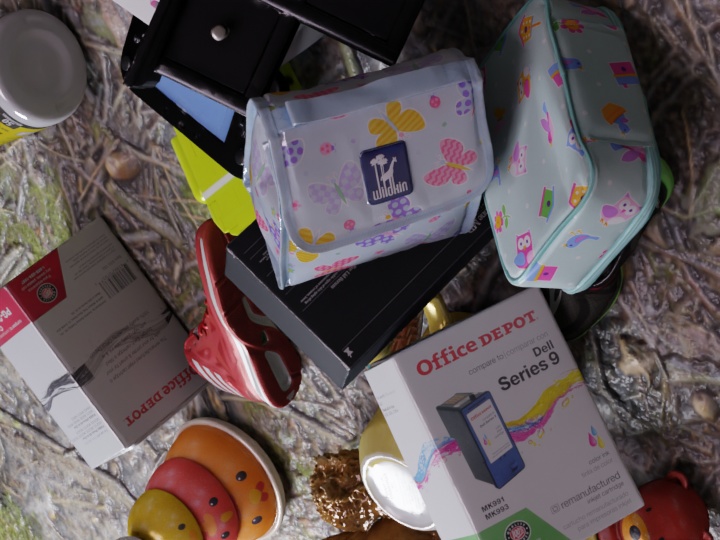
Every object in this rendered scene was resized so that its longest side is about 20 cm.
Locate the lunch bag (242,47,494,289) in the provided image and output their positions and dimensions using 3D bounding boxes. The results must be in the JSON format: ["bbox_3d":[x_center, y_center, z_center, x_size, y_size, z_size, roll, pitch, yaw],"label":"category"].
[{"bbox_3d":[0.003,-0.080,1.491,0.200,0.168,0.128,102,150,-67],"label":"lunch bag"}]

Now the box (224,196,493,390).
[{"bbox_3d":[0.007,-0.027,1.623,0.141,0.200,0.079,43,165,10],"label":"box"}]

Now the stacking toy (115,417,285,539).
[{"bbox_3d":[-0.183,0.255,2.001,0.145,0.200,0.147,23,132,28],"label":"stacking toy"}]

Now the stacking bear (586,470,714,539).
[{"bbox_3d":[0.211,0.239,1.713,0.199,0.113,0.122,-32,68,38],"label":"stacking bear"}]

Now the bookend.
[{"bbox_3d":[-0.048,-0.190,1.524,0.197,0.092,0.201,26,95,-1],"label":"bookend"}]

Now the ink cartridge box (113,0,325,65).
[{"bbox_3d":[-0.131,-0.247,1.658,0.199,0.115,0.068,36,136,17],"label":"ink cartridge box"}]

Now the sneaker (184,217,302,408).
[{"bbox_3d":[-0.140,0.042,1.904,0.115,0.078,0.202,1,118,39],"label":"sneaker"}]

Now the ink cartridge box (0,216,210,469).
[{"bbox_3d":[-0.260,0.073,1.980,0.201,0.145,0.083,54,138,-4],"label":"ink cartridge box"}]

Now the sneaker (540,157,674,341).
[{"bbox_3d":[0.176,-0.017,1.576,0.077,0.084,0.201,36,137,17],"label":"sneaker"}]

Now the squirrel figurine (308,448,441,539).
[{"bbox_3d":[0.021,0.256,1.899,0.186,0.141,0.202,1,105,53],"label":"squirrel figurine"}]

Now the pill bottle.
[{"bbox_3d":[-0.360,-0.173,1.919,0.199,0.111,0.112,-14,109,47],"label":"pill bottle"}]

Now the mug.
[{"bbox_3d":[0.063,0.128,1.714,0.187,0.153,0.149,45,145,-1],"label":"mug"}]

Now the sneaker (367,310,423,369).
[{"bbox_3d":[0.000,0.000,1.760,0.079,0.071,0.202,8,116,40],"label":"sneaker"}]

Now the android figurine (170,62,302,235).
[{"bbox_3d":[-0.105,-0.115,1.757,0.182,0.041,0.201,-35,78,48],"label":"android figurine"}]

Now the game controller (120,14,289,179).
[{"bbox_3d":[-0.135,-0.164,1.712,0.200,0.042,0.105,39,130,33],"label":"game controller"}]

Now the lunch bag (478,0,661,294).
[{"bbox_3d":[0.146,-0.093,1.487,0.161,0.076,0.201,122,146,-47],"label":"lunch bag"}]

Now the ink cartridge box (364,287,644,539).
[{"bbox_3d":[0.113,0.134,1.608,0.201,0.144,0.087,64,160,4],"label":"ink cartridge box"}]
